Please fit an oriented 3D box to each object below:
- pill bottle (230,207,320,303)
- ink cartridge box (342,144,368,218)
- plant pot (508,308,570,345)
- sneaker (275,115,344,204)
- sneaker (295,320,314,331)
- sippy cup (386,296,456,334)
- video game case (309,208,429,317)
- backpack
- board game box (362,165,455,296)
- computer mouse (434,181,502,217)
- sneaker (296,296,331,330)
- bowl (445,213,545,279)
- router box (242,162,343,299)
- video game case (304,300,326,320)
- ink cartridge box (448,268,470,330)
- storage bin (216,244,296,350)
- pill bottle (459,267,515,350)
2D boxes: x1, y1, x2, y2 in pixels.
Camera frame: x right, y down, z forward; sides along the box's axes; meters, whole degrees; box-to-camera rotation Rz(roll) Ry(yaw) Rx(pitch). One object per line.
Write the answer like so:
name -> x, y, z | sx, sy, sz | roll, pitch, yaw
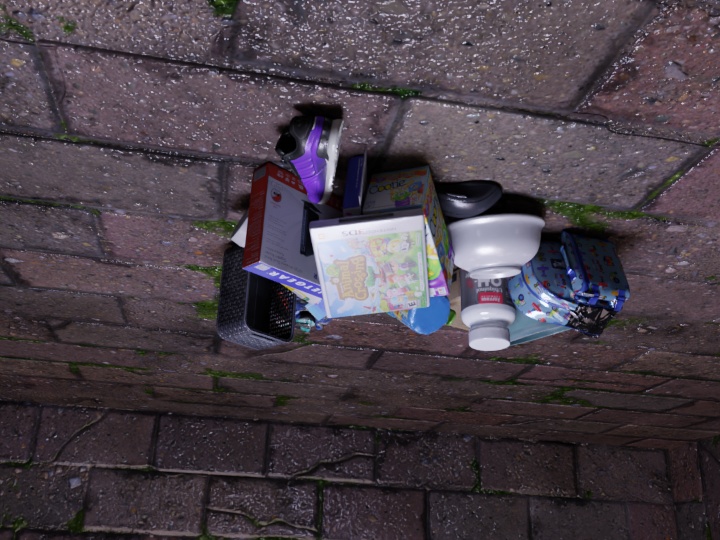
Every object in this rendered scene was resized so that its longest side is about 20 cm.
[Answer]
pill bottle -> -0.137, -0.037, 1.356 | 0.199, 0.114, 0.113 | 35, 148, -15
ink cartridge box -> -0.007, -0.118, 1.221 | 0.037, 0.096, 0.200 | 6, 158, 2
plant pot -> 0.373, 0.071, 1.556 | 0.198, 0.136, 0.200 | -15, 168, -3
sneaker -> -0.084, -0.178, 1.136 | 0.098, 0.070, 0.201 | 11, 153, -3
sneaker -> -0.167, 0.100, 1.776 | 0.119, 0.085, 0.200 | 0, 166, 19
sippy cup -> 0.120, 0.063, 1.528 | 0.176, 0.130, 0.141 | -11, 117, -19
video game case -> 0.019, -0.007, 1.194 | 0.179, 0.022, 0.202 | -6, 132, 3
backpack -> 0.389, 0.017, 1.404 | 0.197, 0.184, 0.135 | 12, 139, -11
board game box -> 0.086, -0.060, 1.241 | 0.103, 0.104, 0.201 | -6, 131, 20
computer mouse -> 0.150, -0.105, 1.302 | 0.197, 0.047, 0.141 | 0, 156, 4
sneaker -> -0.147, 0.067, 1.658 | 0.198, 0.079, 0.076 | 25, 156, 9
bowl -> 0.244, -0.037, 1.347 | 0.198, 0.092, 0.201 | -3, 169, 0
router box -> -0.103, -0.062, 1.257 | 0.049, 0.182, 0.199 | -18, 151, 41
video game case -> 0.000, 0.000, 1.412 | 0.046, 0.181, 0.200 | 48, 145, -6
ink cartridge box -> 0.254, 0.074, 1.686 | 0.198, 0.076, 0.164 | 17, 152, -29
storage bin -> -0.210, 0.049, 1.504 | 0.093, 0.203, 0.135 | -16, 152, 38
pill bottle -> 0.256, 0.054, 1.471 | 0.109, 0.203, 0.111 | 1, 157, 0
